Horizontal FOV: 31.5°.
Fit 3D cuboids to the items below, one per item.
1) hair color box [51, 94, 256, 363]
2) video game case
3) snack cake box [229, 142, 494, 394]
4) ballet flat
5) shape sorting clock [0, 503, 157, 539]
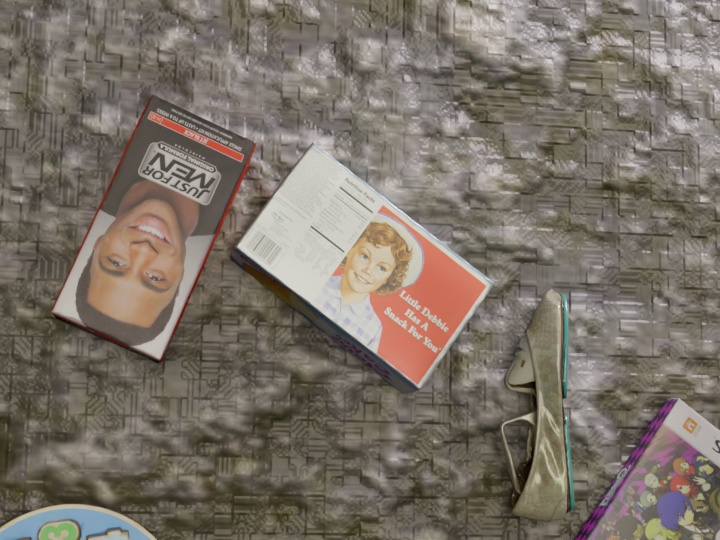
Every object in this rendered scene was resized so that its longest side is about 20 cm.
[{"bbox_3d":[-0.173,-0.034,1.077,0.101,0.061,0.202,23,80,-6],"label":"hair color box"},{"bbox_3d":[0.293,0.247,1.129,0.181,0.036,0.201,38,79,-1],"label":"video game case"},{"bbox_3d":[0.000,0.000,1.098,0.199,0.067,0.115,38,77,-3],"label":"snack cake box"},{"bbox_3d":[0.152,0.117,1.110,0.062,0.067,0.203,-1,82,1],"label":"ballet flat"},{"bbox_3d":[-0.237,0.292,1.035,0.197,0.039,0.203,1,83,-9],"label":"shape sorting clock"}]
